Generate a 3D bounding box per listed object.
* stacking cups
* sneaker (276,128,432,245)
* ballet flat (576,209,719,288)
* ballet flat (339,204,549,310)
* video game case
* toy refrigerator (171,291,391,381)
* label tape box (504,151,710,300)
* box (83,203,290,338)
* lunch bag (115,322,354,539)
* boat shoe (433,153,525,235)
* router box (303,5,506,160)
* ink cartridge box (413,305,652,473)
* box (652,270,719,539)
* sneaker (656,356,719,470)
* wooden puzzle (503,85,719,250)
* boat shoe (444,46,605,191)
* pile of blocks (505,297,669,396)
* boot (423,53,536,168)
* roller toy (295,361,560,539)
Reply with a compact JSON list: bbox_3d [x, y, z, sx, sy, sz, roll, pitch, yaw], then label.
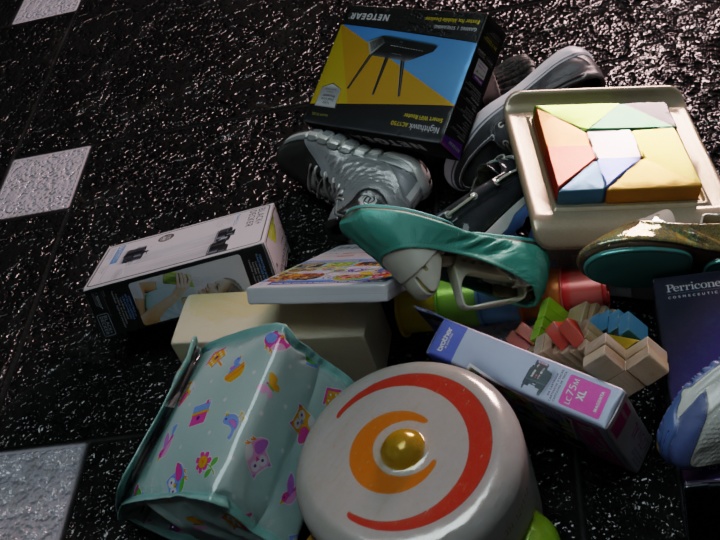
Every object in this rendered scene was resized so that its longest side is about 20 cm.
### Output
[{"bbox_3d":[0.132,0.030,0.958,0.197,0.061,0.061,-3,47,20],"label":"stacking cups"},{"bbox_3d":[-0.029,-0.087,1.121,0.198,0.076,0.116,13,52,29],"label":"sneaker"},{"bbox_3d":[0.278,-0.021,0.858,0.197,0.071,0.071,2,47,1],"label":"ballet flat"},{"bbox_3d":[0.077,-0.005,0.877,0.197,0.067,0.071,11,63,-18],"label":"ballet flat"},{"bbox_3d":[0.000,0.000,0.983,0.141,0.018,0.200,-2,11,25],"label":"video game case"},{"bbox_3d":[-0.075,0.064,0.998,0.197,0.076,0.071,-4,47,19],"label":"toy refrigerator"},{"bbox_3d":[0.229,-0.051,0.998,0.197,0.064,0.145,6,50,25],"label":"label tape box"},{"bbox_3d":[-0.179,-0.002,1.085,0.197,0.061,0.117,-14,23,8],"label":"box"},{"bbox_3d":[-0.124,0.149,0.898,0.199,0.122,0.172,-11,47,46],"label":"lunch bag"},{"bbox_3d":[0.135,-0.079,0.989,0.200,0.060,0.076,-44,3,-39],"label":"boat shoe"},{"bbox_3d":[0.046,-0.210,1.122,0.198,0.051,0.151,14,80,39],"label":"router box"},{"bbox_3d":[0.136,0.098,0.851,0.199,0.119,0.042,24,76,35],"label":"ink cartridge box"},{"bbox_3d":[0.312,0.102,0.793,0.146,0.105,0.202,-9,46,14],"label":"box"},{"bbox_3d":[0.298,0.091,0.681,0.198,0.076,0.089,-25,45,-3],"label":"sneaker"},{"bbox_3d":[0.236,-0.106,0.949,0.182,0.038,0.202,-2,48,-2],"label":"wooden puzzle"},{"bbox_3d":[0.175,-0.148,1.076,0.199,0.070,0.067,-39,41,10],"label":"boat shoe"},{"bbox_3d":[0.180,0.051,0.852,0.083,0.062,0.200,-57,16,-13],"label":"pile of blocks"},{"bbox_3d":[0.118,-0.221,1.187,0.156,0.080,0.213,-26,55,6],"label":"boot"},{"bbox_3d":[0.044,0.173,0.803,0.197,0.141,0.184,-15,44,7],"label":"roller toy"}]
